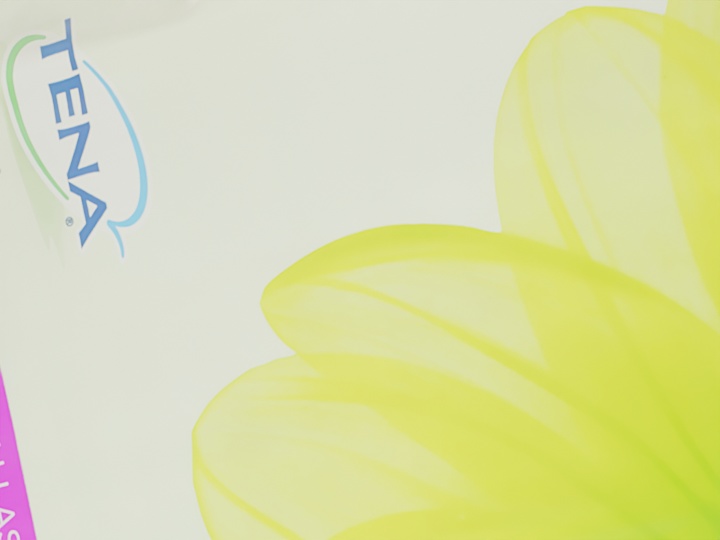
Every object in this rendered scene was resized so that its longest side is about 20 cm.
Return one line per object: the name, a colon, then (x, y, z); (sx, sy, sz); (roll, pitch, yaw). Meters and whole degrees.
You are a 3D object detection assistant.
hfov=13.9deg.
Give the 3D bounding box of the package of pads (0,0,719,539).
package of pads: (0.000, 0.009, 0.479); (0.068, 0.199, 0.156); (-2, -101, -62)
